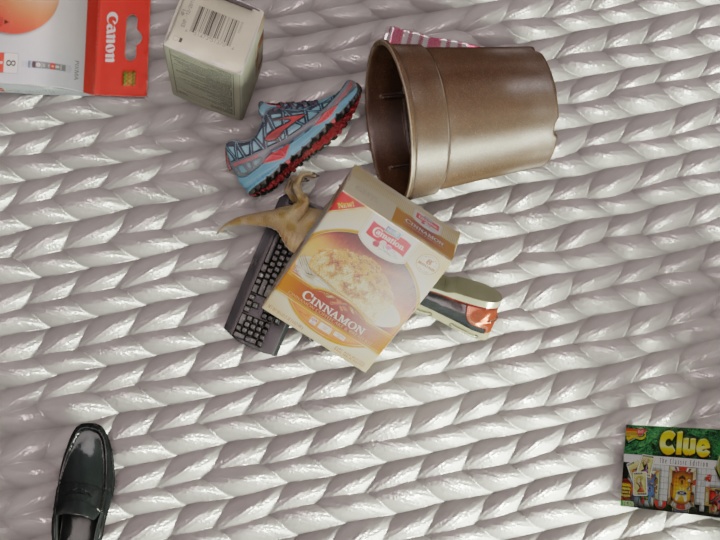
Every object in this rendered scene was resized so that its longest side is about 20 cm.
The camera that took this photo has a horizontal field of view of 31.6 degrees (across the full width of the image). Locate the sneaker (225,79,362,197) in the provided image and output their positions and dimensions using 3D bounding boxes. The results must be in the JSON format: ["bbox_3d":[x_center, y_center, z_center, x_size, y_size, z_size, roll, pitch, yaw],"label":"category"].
[{"bbox_3d":[-0.088,-0.188,1.612,0.200,0.079,0.096,-40,85,-9],"label":"sneaker"}]

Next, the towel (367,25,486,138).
[{"bbox_3d":[0.117,-0.232,1.660,0.198,0.030,0.147,11,82,-4],"label":"towel"}]

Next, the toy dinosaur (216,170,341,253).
[{"bbox_3d":[-0.078,-0.071,1.591,0.198,0.058,0.102,11,81,3],"label":"toy dinosaur"}]

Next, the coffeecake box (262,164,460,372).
[{"bbox_3d":[0.000,0.000,1.521,0.153,0.073,0.200,32,122,-6],"label":"coffeecake box"}]

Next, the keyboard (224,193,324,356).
[{"bbox_3d":[-0.081,0.013,1.614,0.126,0.021,0.201,22,82,-1],"label":"keyboard"}]

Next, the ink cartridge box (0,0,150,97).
[{"bbox_3d":[-0.371,-0.305,1.619,0.198,0.050,0.164,1,82,-1],"label":"ink cartridge box"}]

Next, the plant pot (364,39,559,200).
[{"bbox_3d":[0.125,-0.191,1.559,0.197,0.200,0.202,-9,83,-14],"label":"plant pot"}]

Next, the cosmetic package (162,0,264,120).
[{"bbox_3d":[-0.176,-0.264,1.554,0.103,0.200,0.088,20,80,-3],"label":"cosmetic package"}]

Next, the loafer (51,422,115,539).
[{"bbox_3d":[-0.334,0.284,1.528,0.068,0.070,0.202,6,82,-4],"label":"loafer"}]

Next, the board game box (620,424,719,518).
[{"bbox_3d":[0.399,0.243,1.542,0.023,0.199,0.106,15,78,-34],"label":"board game box"}]

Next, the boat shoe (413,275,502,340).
[{"bbox_3d":[0.078,0.030,1.604,0.199,0.071,0.063,18,119,4],"label":"boat shoe"}]
